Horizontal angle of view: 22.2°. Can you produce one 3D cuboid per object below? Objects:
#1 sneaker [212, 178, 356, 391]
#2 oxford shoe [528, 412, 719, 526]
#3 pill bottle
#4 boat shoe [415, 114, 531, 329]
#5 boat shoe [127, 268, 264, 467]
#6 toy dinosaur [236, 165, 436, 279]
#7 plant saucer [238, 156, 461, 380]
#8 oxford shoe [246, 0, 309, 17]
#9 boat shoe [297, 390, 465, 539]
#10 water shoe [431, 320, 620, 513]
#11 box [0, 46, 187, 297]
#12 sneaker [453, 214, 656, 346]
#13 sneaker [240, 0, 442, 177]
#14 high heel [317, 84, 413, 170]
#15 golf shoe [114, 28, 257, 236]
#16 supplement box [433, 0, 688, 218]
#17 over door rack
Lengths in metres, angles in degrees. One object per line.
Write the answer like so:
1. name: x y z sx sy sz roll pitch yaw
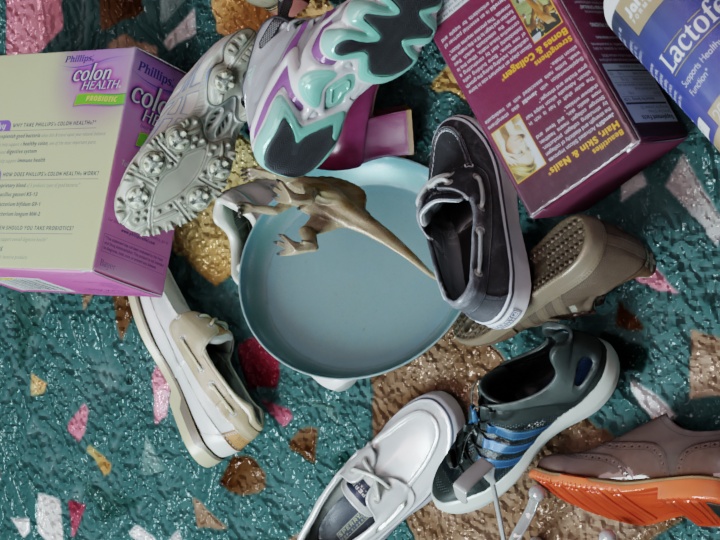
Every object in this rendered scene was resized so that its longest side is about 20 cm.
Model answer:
1. sneaker: -0.067 0.016 1.550 0.070 0.080 0.201 -36 77 31
2. oxford shoe: 0.216 0.148 1.384 0.199 0.071 0.073 -1 62 43
3. pill bottle: 0.242 -0.180 1.279 0.200 0.116 0.116 51 121 19
4. boat shoe: 0.075 -0.046 1.401 0.072 0.068 0.201 -41 43 37
5. boat shoe: -0.144 0.070 1.623 0.068 0.075 0.201 -28 77 15
6. toy dinosaur: -0.028 -0.051 1.444 0.200 0.101 0.058 33 124 31
7. plant saucer: 0.000 0.000 1.475 0.199 0.027 0.201 -7 62 14
8. oxford shoe: -0.052 -0.261 1.461 0.200 0.074 0.071 -36 45 54
9. boat shoe: 0.015 0.182 1.519 0.074 0.065 0.200 45 119 23
10. water shoe: 0.110 0.109 1.425 0.200 0.079 0.072 -45 33 24
11. box: -0.251 -0.085 1.620 0.175 0.097 0.201 1 77 35
12. sneaker: 0.145 0.021 1.404 0.200 0.075 0.071 -32 44 56
13. sneaker: -0.029 -0.184 1.415 0.200 0.078 0.140 -45 42 18
14. high heel: -0.014 -0.182 1.475 0.095 0.067 0.201 -7 104 -4
15. golf shoe: -0.142 -0.117 1.558 0.200 0.078 0.097 -52 25 -5
16. supplement box: 0.141 -0.153 1.373 0.110 0.085 0.201 -36 75 34
17. over door rack: 0.164 0.211 1.358 0.147 0.200 0.067 31 75 29
